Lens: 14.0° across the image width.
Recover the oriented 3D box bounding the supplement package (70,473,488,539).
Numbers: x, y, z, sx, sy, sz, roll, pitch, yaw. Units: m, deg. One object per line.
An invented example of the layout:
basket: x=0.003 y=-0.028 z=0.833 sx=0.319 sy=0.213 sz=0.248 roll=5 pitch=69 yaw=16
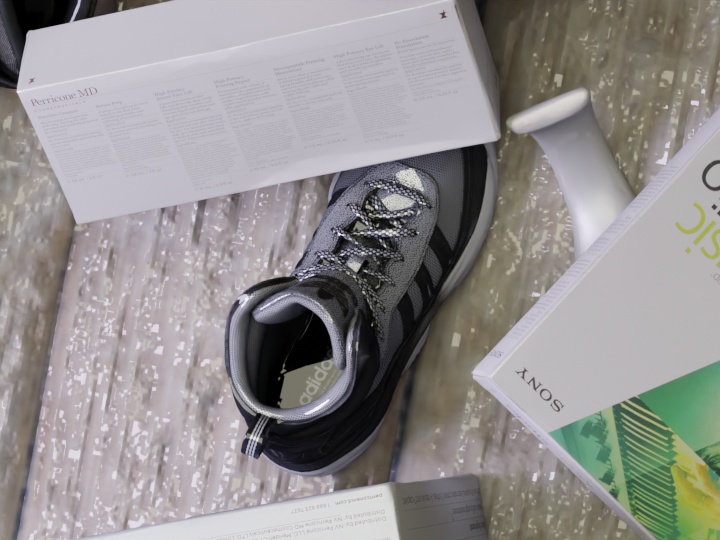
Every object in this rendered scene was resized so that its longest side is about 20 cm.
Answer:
supplement package: x=-0.017 y=0.199 z=1.273 sx=0.147 sy=0.191 sz=0.200 roll=-11 pitch=86 yaw=12

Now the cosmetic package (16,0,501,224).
cosmetic package: x=-0.044 y=-0.084 z=1.306 sx=0.200 sy=0.083 sz=0.051 roll=-11 pitch=42 yaw=11

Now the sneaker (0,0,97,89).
sneaker: x=-0.154 y=-0.183 z=1.346 sx=0.073 sy=0.112 sz=0.200 roll=-9 pitch=103 yaw=-22

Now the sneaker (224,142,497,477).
sneaker: x=0.000 y=0.000 z=1.319 sx=0.075 sy=0.114 sz=0.200 roll=24 pitch=92 yaw=12

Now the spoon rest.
spoon rest: x=0.125 y=0.012 z=1.329 sx=0.099 sy=0.061 sz=0.200 roll=-21 pitch=96 yaw=11

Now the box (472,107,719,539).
box: x=0.168 y=0.023 z=1.283 sx=0.144 sy=0.036 sz=0.200 roll=44 pitch=85 yaw=-7
